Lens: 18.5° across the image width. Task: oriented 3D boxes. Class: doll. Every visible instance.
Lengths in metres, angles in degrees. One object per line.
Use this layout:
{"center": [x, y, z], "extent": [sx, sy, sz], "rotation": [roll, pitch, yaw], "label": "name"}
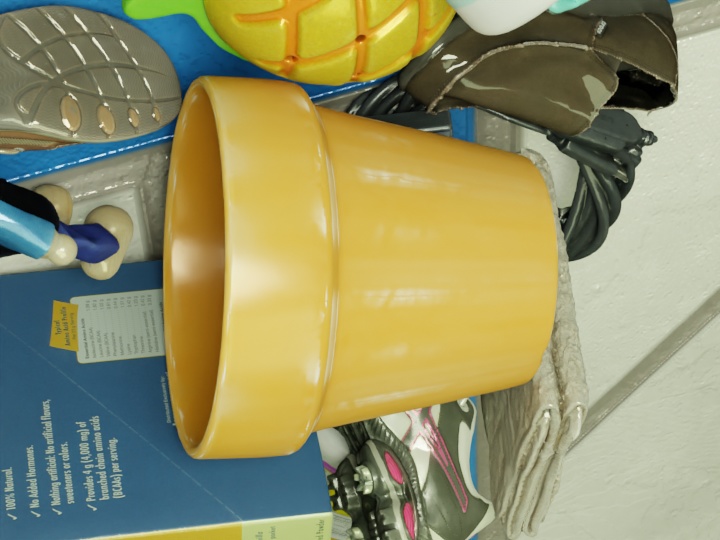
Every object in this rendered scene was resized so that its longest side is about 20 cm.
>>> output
{"center": [-0.199, -0.032, 1.156], "extent": [0.200, 0.136, 0.049], "rotation": [17, 92, -70], "label": "doll"}

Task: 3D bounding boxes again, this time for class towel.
{"center": [0.096, 0.042, 1.274], "extent": [0.034, 0.200, 0.133], "rotation": [4, 140, -9], "label": "towel"}

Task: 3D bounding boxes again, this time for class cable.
{"center": [0.070, -0.061, 1.341], "extent": [0.200, 0.051, 0.163], "rotation": [14, 137, -27], "label": "cable"}

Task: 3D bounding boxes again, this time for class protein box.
{"center": [-0.133, 0.111, 1.284], "extent": [0.200, 0.199, 0.135], "rotation": [-6, 140, -9], "label": "protein box"}

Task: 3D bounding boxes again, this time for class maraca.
{"center": [-0.032, -0.157, 1.128], "extent": [0.200, 0.107, 0.137], "rotation": [9, 131, -35], "label": "maraca"}

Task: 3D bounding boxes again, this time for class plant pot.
{"center": [0.000, 0.000, 1.180], "extent": [0.183, 0.200, 0.200], "rotation": [1, 135, -14], "label": "plant pot"}

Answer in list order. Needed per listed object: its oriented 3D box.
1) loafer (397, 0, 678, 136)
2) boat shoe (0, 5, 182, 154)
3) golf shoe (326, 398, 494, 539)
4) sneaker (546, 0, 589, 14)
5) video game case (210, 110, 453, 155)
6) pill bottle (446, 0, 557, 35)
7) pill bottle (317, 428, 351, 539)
{"center": [0.112, -0.113, 1.244], "extent": [0.200, 0.071, 0.073], "rotation": [-12, 159, -35], "label": "loafer"}
{"center": [-0.191, -0.095, 1.156], "extent": [0.200, 0.076, 0.072], "rotation": [0, 168, -31], "label": "boat shoe"}
{"center": [0.016, 0.073, 1.308], "extent": [0.088, 0.200, 0.077], "rotation": [-12, 176, -27], "label": "golf shoe"}
{"center": [0.093, -0.214, 1.141], "extent": [0.077, 0.091, 0.200], "rotation": [-24, 141, -2], "label": "sneaker"}
{"center": [-0.012, -0.020, 1.325], "extent": [0.143, 0.019, 0.200], "rotation": [-6, 143, 1], "label": "video game case"}
{"center": [0.034, -0.217, 1.046], "extent": [0.111, 0.111, 0.200], "rotation": [-39, 104, 17], "label": "pill bottle"}
{"center": [-0.001, 0.117, 1.435], "extent": [0.104, 0.104, 0.200], "rotation": [-13, 158, -14], "label": "pill bottle"}
